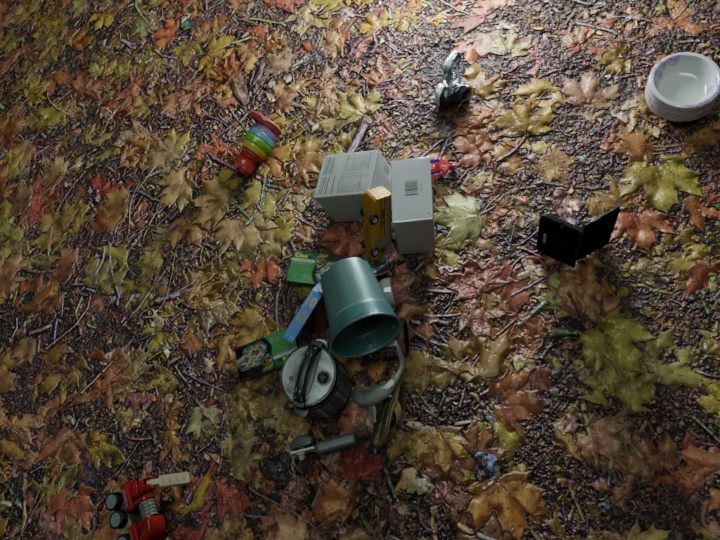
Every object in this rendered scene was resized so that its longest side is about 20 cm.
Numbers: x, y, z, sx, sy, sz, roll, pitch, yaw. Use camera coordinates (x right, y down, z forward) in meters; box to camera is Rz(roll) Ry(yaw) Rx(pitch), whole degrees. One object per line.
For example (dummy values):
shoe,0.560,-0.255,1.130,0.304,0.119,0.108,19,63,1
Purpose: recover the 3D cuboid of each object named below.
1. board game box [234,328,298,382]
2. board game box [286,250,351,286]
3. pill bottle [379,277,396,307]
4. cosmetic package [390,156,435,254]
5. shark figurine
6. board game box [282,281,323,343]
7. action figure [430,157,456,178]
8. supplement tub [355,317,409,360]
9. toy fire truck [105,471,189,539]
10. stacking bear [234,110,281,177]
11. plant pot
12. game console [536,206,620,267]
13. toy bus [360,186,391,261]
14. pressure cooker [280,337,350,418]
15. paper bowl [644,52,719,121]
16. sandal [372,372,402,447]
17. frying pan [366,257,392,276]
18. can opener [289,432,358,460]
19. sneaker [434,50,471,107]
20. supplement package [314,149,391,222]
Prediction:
board game box,-0.276,0.250,1.710,0.194,0.024,0.108,-20,61,6
board game box,-0.127,-0.001,1.773,0.193,0.024,0.108,7,70,17
pill bottle,0.002,0.086,1.659,0.193,0.113,0.116,-16,63,7
cosmetic package,0.156,-0.186,1.688,0.118,0.201,0.206,-4,65,10
shark figurine,0.045,0.303,1.520,0.214,0.089,0.130,-43,31,19
board game box,-0.152,0.113,1.623,0.036,0.200,0.154,32,96,-2
action figure,0.209,-0.321,1.822,0.192,0.052,0.068,-5,71,7
supplement tub,0.036,0.194,1.608,0.193,0.107,0.111,-6,65,12
toy fire truck,-0.568,0.646,1.571,0.197,0.128,0.179,-35,62,8
stacking bear,-0.367,-0.424,1.988,0.112,0.121,0.204,28,85,31
plant pot,-0.013,0.089,1.506,0.195,0.202,0.200,-22,58,3
game console,0.579,-0.109,1.547,0.172,0.201,0.118,27,73,24
toy bus,0.047,-0.133,1.668,0.076,0.205,0.065,-20,38,-23
pressure cooker,-0.123,0.294,1.552,0.175,0.201,0.179,-29,63,0
paper bowl,0.945,-0.528,1.690,0.193,0.105,0.207,-5,66,12
sandal,0.085,0.376,1.542,0.053,0.080,0.205,27,63,-14
frying pan,0.005,-0.007,1.715,0.183,0.032,0.115,-6,22,16
can opener,-0.103,0.468,1.552,0.193,0.053,0.069,-13,63,8
sneaker,0.326,-0.633,1.916,0.111,0.076,0.206,18,78,20
supplement package,-0.013,-0.257,1.769,0.194,0.152,0.155,0,65,30
